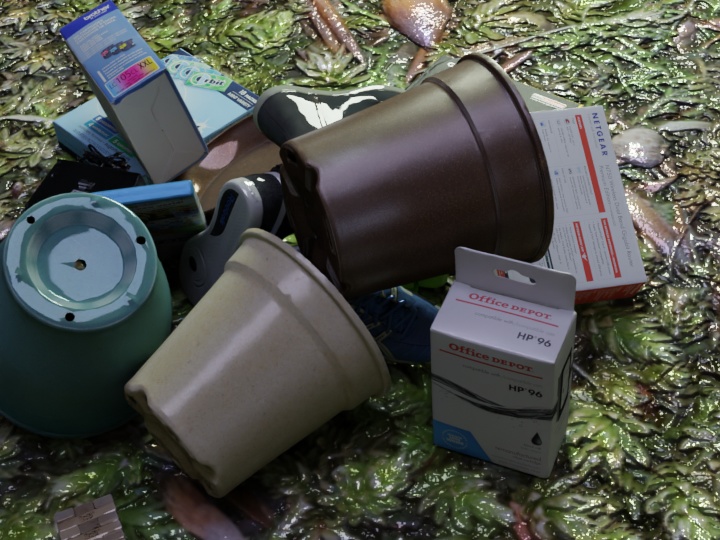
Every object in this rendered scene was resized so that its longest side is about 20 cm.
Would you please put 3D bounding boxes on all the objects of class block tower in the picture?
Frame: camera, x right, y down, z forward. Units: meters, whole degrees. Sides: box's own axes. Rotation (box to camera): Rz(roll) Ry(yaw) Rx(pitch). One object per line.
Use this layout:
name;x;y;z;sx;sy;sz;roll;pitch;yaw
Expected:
block tower;-0.204;0.277;1.064;0.054;0.058;0.200;-19;44;-15

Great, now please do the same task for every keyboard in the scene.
keyboard;-0.293;-0.086;1.424;0.199;0.040;0.104;15;66;48

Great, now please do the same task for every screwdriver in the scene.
screwdriver;-0.113;-0.062;1.427;0.199;0.028;0.029;30;84;31

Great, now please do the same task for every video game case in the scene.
video game case;-0.229;-0.043;1.307;0.142;0.200;0.018;-7;75;-2

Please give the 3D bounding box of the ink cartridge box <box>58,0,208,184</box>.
ink cartridge box;-0.261;-0.209;1.441;0.076;0.137;0.200;-33;49;-10

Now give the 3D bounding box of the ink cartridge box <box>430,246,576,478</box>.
ink cartridge box;0.124;0.083;1.128;0.115;0.201;0.068;14;47;19

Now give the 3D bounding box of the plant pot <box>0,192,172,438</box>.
plant pot;-0.262;0.028;1.180;0.198;0.188;0.202;7;62;-13

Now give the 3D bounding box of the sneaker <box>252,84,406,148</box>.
sneaker;-0.002;-0.128;1.283;0.199;0.075;0.106;-3;40;-29

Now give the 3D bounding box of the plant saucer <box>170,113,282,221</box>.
plant saucer;-0.121;-0.113;1.392;0.199;0.037;0.201;-26;29;15

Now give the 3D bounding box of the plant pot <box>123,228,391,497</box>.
plant pot;-0.105;0.097;1.162;0.183;0.201;0.200;-42;54;-19

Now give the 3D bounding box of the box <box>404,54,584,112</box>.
box;0.136;-0.167;1.498;0.199;0.050;0.160;26;53;28

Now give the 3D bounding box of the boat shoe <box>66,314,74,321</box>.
boat shoe;-0.301;0.042;1.307;0.072;0.068;0.200;30;53;31

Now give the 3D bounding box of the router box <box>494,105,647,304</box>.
router box;0.181;-0.062;1.310;0.178;0.049;0.202;-6;71;-10

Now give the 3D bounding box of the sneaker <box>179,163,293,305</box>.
sneaker;-0.106;-0.033;1.304;0.111;0.200;0.073;-20;72;-36

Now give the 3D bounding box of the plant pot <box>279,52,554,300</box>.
plant pot;0.041;-0.074;1.158;0.197;0.201;0.201;-18;45;-15

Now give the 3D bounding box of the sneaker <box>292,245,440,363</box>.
sneaker;0.003;0.038;1.240;0.199;0.077;0.076;22;88;-1

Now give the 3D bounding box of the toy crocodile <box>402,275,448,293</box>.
toy crocodile;0.000;0.000;1.324;0.198;0.068;0.062;-6;40;-4

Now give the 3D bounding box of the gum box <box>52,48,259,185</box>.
gum box;-0.240;-0.177;1.545;0.200;0.045;0.170;-35;51;-28
